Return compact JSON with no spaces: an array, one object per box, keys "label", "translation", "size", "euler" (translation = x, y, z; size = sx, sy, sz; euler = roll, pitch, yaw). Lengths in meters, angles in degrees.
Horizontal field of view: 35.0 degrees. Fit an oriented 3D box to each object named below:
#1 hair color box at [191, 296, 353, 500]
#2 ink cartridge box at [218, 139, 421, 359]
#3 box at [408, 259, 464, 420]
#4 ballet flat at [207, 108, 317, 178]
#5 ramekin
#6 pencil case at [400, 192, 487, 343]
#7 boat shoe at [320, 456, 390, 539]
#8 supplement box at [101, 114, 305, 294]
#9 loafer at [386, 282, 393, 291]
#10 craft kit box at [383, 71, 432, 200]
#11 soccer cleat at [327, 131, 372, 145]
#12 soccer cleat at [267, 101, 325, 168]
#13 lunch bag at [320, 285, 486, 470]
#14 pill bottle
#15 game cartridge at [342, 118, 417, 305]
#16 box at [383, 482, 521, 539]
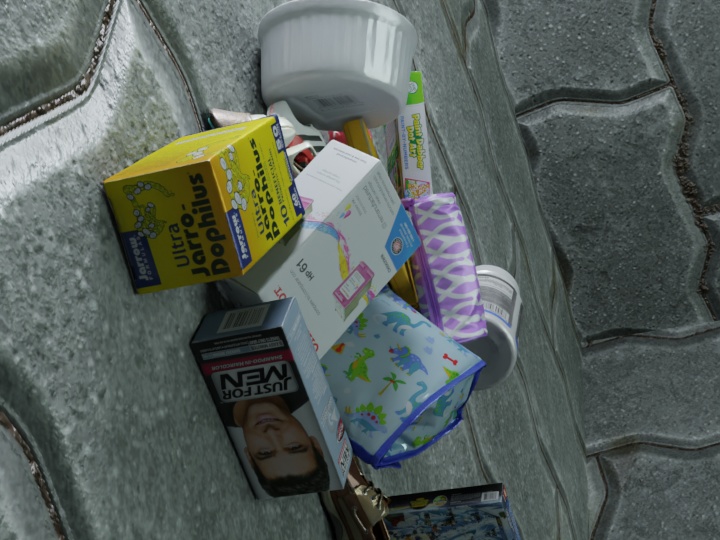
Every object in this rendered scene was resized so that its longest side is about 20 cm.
[{"label":"hair color box","translation":[-0.086,0.133,1.158],"size":[0.061,0.098,0.201],"euler":[-71,147,-59]},{"label":"ink cartridge box","translation":[-0.044,-0.015,1.231],"size":[0.200,0.084,0.145],"euler":[-48,138,-16]},{"label":"box","translation":[0.061,0.092,1.621],"size":[0.200,0.121,0.194],"euler":[58,26,-50]},{"label":"ballet flat","translation":[-0.092,-0.132,1.292],"size":[0.200,0.067,0.068],"euler":[45,11,-44]},{"label":"ramekin","translation":[-0.030,-0.247,1.411],"size":[0.200,0.199,0.098],"euler":[37,53,-65]},{"label":"pencil case","translation":[0.100,-0.001,1.424],"size":[0.085,0.084,0.201],"euler":[-11,84,-58]},{"label":"boat shoe","translation":[0.001,0.286,1.392],"size":[0.076,0.071,0.201],"euler":[-48,126,-69]},{"label":"supplement box","translation":[-0.141,-0.067,1.082],"size":[0.200,0.109,0.109],"euler":[-54,131,-66]},{"label":"loafer","translation":[0.000,0.000,1.482],"size":[0.200,0.069,0.076],"euler":[-100,171,-60]},{"label":"craft kit box","translation":[0.063,-0.154,1.576],"size":[0.200,0.048,0.199],"euler":[133,-51,-85]},{"label":"soccer cleat","translation":[-0.003,-0.156,1.684],"size":[0.201,0.066,0.076],"euler":[62,-6,-32]},{"label":"soccer cleat","translation":[-0.060,-0.134,1.424],"size":[0.200,0.068,0.086],"euler":[41,38,-51]},{"label":"lunch bag","translation":[0.015,0.131,1.301],"size":[0.200,0.170,0.128],"euler":[-26,143,-49]},{"label":"pill bottle","translation":[0.165,0.071,1.567],"size":[0.200,0.113,0.114],"euler":[-61,137,-66]},{"label":"game cartridge","translation":[0.027,-0.068,1.460],"size":[0.176,0.032,0.201],"euler":[63,14,-65]},{"label":"box","translation":[0.104,0.347,1.472],"size":[0.040,0.199,0.138],"euler":[-71,147,-57]}]
